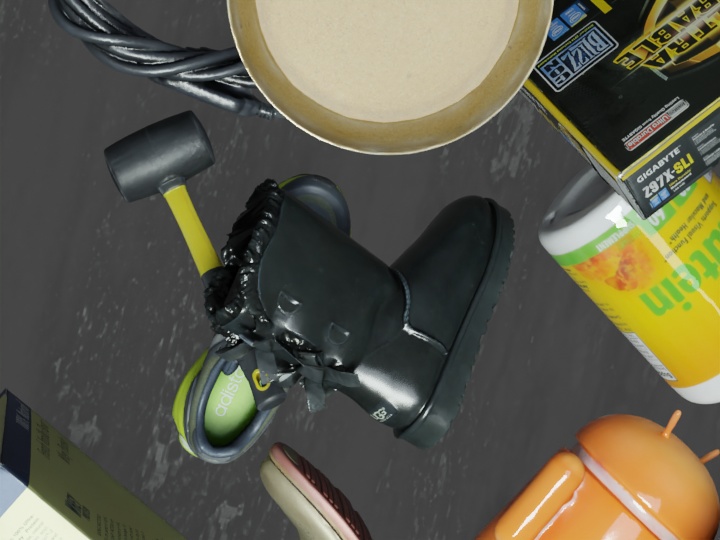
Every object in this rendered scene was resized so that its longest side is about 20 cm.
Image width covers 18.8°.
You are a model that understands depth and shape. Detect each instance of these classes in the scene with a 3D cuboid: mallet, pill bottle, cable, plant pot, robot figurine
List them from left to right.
[{"bbox_3d":[-0.099,-0.191,1.337,0.200,0.051,0.163,22,95,-10],"label":"cable"},{"bbox_3d":[-0.085,-0.010,1.331,0.066,0.041,0.200,-32,71,-4],"label":"mallet"},{"bbox_3d":[0.018,-0.171,1.322,0.200,0.027,0.200,-1,102,-6],"label":"plant pot"},{"bbox_3d":[0.150,0.175,1.398,0.144,0.117,0.200,43,92,-9],"label":"robot figurine"},{"bbox_3d":[0.217,0.013,1.381,0.111,0.111,0.200,-43,102,1],"label":"pill bottle"}]

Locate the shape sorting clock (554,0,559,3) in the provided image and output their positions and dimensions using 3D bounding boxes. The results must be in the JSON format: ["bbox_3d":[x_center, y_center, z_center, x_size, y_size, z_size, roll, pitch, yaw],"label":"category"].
[{"bbox_3d":[0.078,-0.240,1.357,0.200,0.039,0.200,-3,104,-12],"label":"shape sorting clock"}]

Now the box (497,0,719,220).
[{"bbox_3d":[0.202,-0.144,1.326,0.200,0.160,0.049,-37,132,0],"label":"box"}]

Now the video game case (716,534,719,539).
[{"bbox_3d":[0.196,0.234,1.374,0.023,0.200,0.182,33,94,11],"label":"video game case"}]

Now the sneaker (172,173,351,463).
[{"bbox_3d":[-0.056,0.036,1.363,0.074,0.081,0.200,20,96,-11],"label":"sneaker"}]

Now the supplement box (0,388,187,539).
[{"bbox_3d":[-0.184,0.203,1.312,0.200,0.200,0.134,42,91,-13],"label":"supplement box"}]

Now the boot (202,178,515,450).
[{"bbox_3d":[0.000,0.000,1.321,0.162,0.073,0.198,31,53,-17],"label":"boot"}]

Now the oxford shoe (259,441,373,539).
[{"bbox_3d":[-0.016,0.204,1.403,0.075,0.070,0.200,-32,101,4],"label":"oxford shoe"}]
